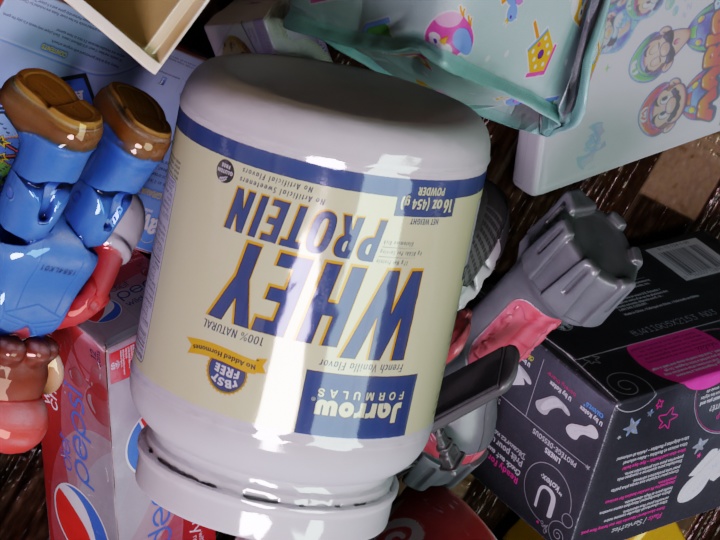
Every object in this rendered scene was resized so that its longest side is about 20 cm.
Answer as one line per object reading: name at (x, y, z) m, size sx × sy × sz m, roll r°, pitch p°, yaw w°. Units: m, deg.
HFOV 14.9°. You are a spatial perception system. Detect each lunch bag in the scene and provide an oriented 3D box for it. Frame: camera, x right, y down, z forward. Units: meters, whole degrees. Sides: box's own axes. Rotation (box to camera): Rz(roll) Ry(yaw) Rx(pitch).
lunch bag at (0.071, -0.162, 1.355) m, size 0.200 × 0.122 × 0.171 m, roll 20°, pitch 85°, yaw -56°

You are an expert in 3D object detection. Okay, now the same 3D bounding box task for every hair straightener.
hair straightener at (0.019, 0.099, 1.496) m, size 0.077 × 0.041 × 0.200 m, roll 36°, pitch 124°, yaw -20°

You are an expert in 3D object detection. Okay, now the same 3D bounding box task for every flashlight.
flashlight at (0.081, 0.045, 1.505) m, size 0.068 × 0.068 × 0.200 m, roll 29°, pitch 134°, yaw -16°

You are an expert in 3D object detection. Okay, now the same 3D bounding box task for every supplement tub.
supplement tub at (-0.027, 0.012, 1.270) m, size 0.145 × 0.145 × 0.200 m, roll -3°, pitch 110°, yaw -45°

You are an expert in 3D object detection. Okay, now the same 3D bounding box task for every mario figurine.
mario figurine at (-0.170, -0.005, 1.269) m, size 0.123 × 0.106 × 0.200 m, roll 25°, pitch 111°, yaw -12°

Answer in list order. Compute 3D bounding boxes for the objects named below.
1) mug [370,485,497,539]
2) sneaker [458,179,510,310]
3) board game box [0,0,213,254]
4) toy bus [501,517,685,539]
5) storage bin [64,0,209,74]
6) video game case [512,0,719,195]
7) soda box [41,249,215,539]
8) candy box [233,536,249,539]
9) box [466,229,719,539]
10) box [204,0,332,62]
mug at (-0.015, 0.210, 1.546) m, size 0.200 × 0.133 × 0.178 m, roll -29°, pitch 142°, yaw -22°
sneaker at (0.000, 0.000, 1.454) m, size 0.200 × 0.066 × 0.091 m, roll -35°, pitch 140°, yaw -19°
board game box at (-0.124, -0.069, 1.315) m, size 0.200 × 0.019 × 0.103 m, roll 19°, pitch 101°, yaw -51°
toy bus at (0.132, 0.181, 1.713) m, size 0.200 × 0.078 × 0.065 m, roll -45°, pitch 141°, yaw -11°
storage bin at (-0.108, -0.224, 1.157) m, size 0.199 × 0.094 × 0.200 m, roll -53°, pitch 141°, yaw -1°
video game case at (0.169, -0.153, 1.551) m, size 0.182 × 0.024 × 0.200 m, roll -20°, pitch 130°, yaw -35°
soda box at (-0.119, 0.090, 1.395) m, size 0.063 × 0.070 × 0.200 m, roll -26°, pitch 133°, yaw -32°
candy box at (-0.034, 0.249, 1.383) m, size 0.168 × 0.072 × 0.200 m, roll 42°, pitch 65°, yaw -17°
box at (0.162, 0.069, 1.620) m, size 0.200 × 0.132 × 0.115 m, roll -13°, pitch 129°, yaw -40°
box at (-0.019, -0.044, 1.364) m, size 0.039 × 0.041 × 0.200 m, roll -44°, pitch 123°, yaw -43°
